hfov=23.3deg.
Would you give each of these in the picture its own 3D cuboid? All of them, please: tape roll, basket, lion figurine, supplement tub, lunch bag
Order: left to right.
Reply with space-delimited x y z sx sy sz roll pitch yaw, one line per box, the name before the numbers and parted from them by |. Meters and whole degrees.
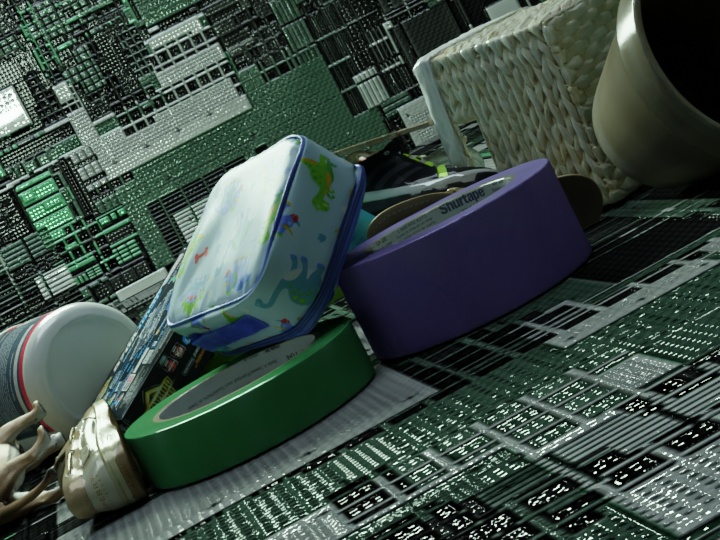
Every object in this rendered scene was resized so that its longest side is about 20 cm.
lion figurine | -0.325 0.188 1.587 0.122 0.073 0.200 -35 11 -5
supplement tub | -0.314 0.115 1.802 0.140 0.140 0.200 -32 8 -35
tape roll | -0.087 0.103 1.378 0.200 0.048 0.200 -27 6 3
lunch bag | -0.080 -0.013 1.441 0.200 0.082 0.161 -23 45 59
tape roll | 0.082 -0.010 1.428 0.200 0.085 0.200 -26 6 3
basket | 0.193 -0.158 1.673 0.161 0.198 0.200 -16 11 40

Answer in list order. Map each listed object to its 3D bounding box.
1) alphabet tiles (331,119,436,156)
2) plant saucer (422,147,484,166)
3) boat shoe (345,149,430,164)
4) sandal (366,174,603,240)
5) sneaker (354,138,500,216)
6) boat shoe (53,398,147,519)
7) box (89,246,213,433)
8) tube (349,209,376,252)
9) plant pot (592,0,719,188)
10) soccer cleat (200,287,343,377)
alphabet tiles | 0.010 -0.125 1.712 0.167 0.008 0.200 -16 5 30
plant saucer | 0.055 -0.045 1.795 0.200 0.050 0.200 -31 -19 -12
boat shoe | 0.061 -0.095 1.861 0.200 0.063 0.071 -2 -38 -50
sandal | 0.109 -0.041 1.564 0.212 0.078 0.070 -13 4 -3
sneaker | 0.042 -0.089 1.641 0.200 0.083 0.072 -8 -20 29
boat shoe | -0.217 0.153 1.407 0.064 0.071 0.200 -27 7 -8
box | -0.177 0.066 1.645 0.200 0.046 0.159 -61 17 -14
tube | -0.016 -0.037 1.569 0.077 0.200 0.050 -43 24 51
plant pot | 0.280 -0.155 1.435 0.200 0.200 0.174 -30 -10 -26
soccer cleat | -0.099 0.063 1.728 0.200 0.068 0.081 -36 -25 2
